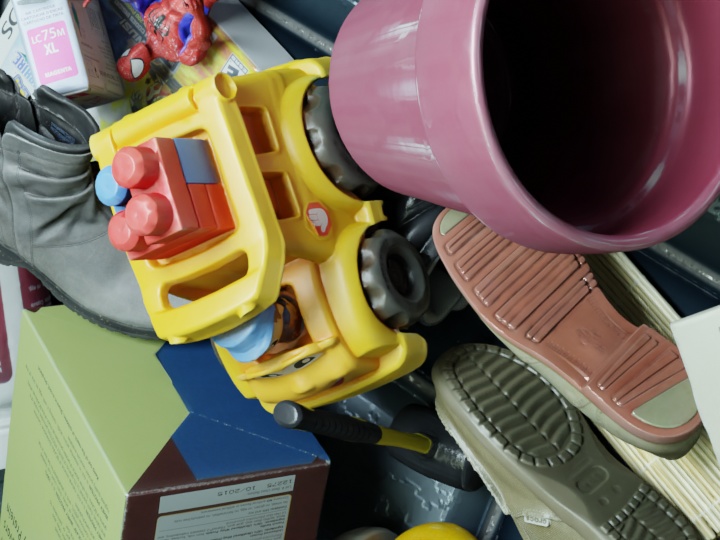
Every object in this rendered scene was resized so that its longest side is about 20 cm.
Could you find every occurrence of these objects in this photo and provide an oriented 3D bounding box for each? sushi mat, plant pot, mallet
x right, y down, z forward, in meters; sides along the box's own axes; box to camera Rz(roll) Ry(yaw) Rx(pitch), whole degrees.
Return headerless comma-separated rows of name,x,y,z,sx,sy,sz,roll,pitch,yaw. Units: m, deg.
sushi mat,0.165,0.064,1.272,0.200,0.012,0.096,50,124,18
plant pot,0.084,-0.106,1.195,0.179,0.200,0.200,-1,100,54
mallet,0.018,0.100,1.283,0.066,0.200,0.041,21,92,26

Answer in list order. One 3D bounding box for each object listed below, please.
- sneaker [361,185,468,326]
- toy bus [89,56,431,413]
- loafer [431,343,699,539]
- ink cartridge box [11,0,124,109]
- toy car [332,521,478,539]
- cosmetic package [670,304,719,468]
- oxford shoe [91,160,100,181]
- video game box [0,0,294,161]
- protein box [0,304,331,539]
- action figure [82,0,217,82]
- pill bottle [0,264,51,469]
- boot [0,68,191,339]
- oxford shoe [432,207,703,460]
sneaker,0.000,0.000,1.344,0.200,0.075,0.114,-46,69,32
toy bus,-0.071,-0.015,1.235,0.136,0.192,0.200,-22,83,30
loafer,0.110,0.126,1.285,0.200,0.076,0.067,47,138,22
ink cartridge box,-0.201,-0.203,1.374,0.042,0.119,0.200,-13,90,4
toy car,0.026,0.261,1.336,0.175,0.150,0.200,10,106,35
cosmetic package,0.275,0.041,1.137,0.200,0.071,0.105,-21,85,36
oxford shoe,-0.170,-0.039,1.419,0.200,0.071,0.071,-18,95,38
video game box,-0.157,-0.135,1.457,0.200,0.047,0.182,47,126,20
protein box,-0.131,0.152,1.384,0.199,0.135,0.200,52,139,47
action figure,-0.096,-0.193,1.330,0.065,0.099,0.200,48,109,19
pill bottle,-0.275,0.036,1.542,0.114,0.114,0.200,-1,99,38
boot,-0.169,-0.040,1.328,0.200,0.070,0.132,21,141,4
oxford shoe,0.115,0.038,1.246,0.200,0.071,0.074,47,165,24
